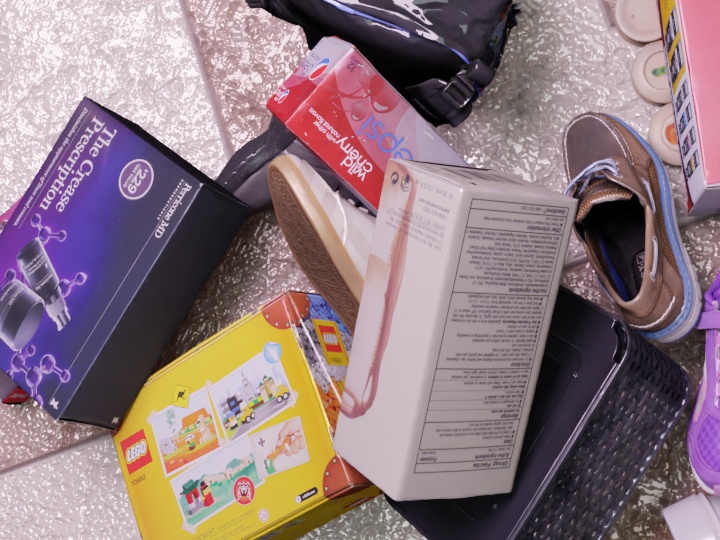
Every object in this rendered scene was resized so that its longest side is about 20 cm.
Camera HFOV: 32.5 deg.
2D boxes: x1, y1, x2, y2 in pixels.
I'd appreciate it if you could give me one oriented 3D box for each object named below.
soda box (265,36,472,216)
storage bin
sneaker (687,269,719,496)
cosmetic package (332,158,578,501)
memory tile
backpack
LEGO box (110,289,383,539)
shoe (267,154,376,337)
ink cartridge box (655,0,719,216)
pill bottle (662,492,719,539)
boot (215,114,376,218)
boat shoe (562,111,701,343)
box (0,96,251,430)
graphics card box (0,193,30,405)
[{"bbox_3d":[0.030,-0.068,0.854,0.070,0.063,0.200,-47,115,2],"label":"soda box"},{"bbox_3d":[0.124,0.118,0.891,0.135,0.093,0.202,33,91,50],"label":"storage bin"},{"bbox_3d":[0.268,0.057,0.869,0.080,0.089,0.202,1,57,38],"label":"sneaker"},{"bbox_3d":[0.059,0.037,0.804,0.087,0.102,0.203,27,109,53],"label":"cosmetic package"},{"bbox_3d":[0.306,-0.174,0.956,0.197,0.017,0.156,-15,82,9],"label":"memory tile"},{"bbox_3d":[0.032,-0.203,0.922,0.198,0.191,0.156,29,84,8],"label":"backpack"},{"bbox_3d":[-0.084,0.129,0.925,0.199,0.077,0.151,-31,69,26],"label":"LEGO box"},{"bbox_3d":[0.000,0.000,0.890,0.053,0.070,0.202,-35,98,-24],"label":"shoe"},{"bbox_3d":[0.261,-0.154,0.865,0.082,0.176,0.204,-8,82,9],"label":"ink cartridge box"},{"bbox_3d":[0.322,0.174,0.870,0.198,0.114,0.115,-25,81,7],"label":"pill bottle"},{"bbox_3d":[-0.041,-0.056,0.978,0.131,0.070,0.200,37,121,-15],"label":"boot"},{"bbox_3d":[0.189,-0.047,0.902,0.072,0.072,0.202,-37,50,25],"label":"boat shoe"},{"bbox_3d":[-0.197,-0.005,0.932,0.140,0.079,0.202,34,94,25],"label":"box"},{"bbox_3d":[-0.251,0.000,1.025,0.199,0.051,0.126,-39,79,4],"label":"graphics card box"}]
